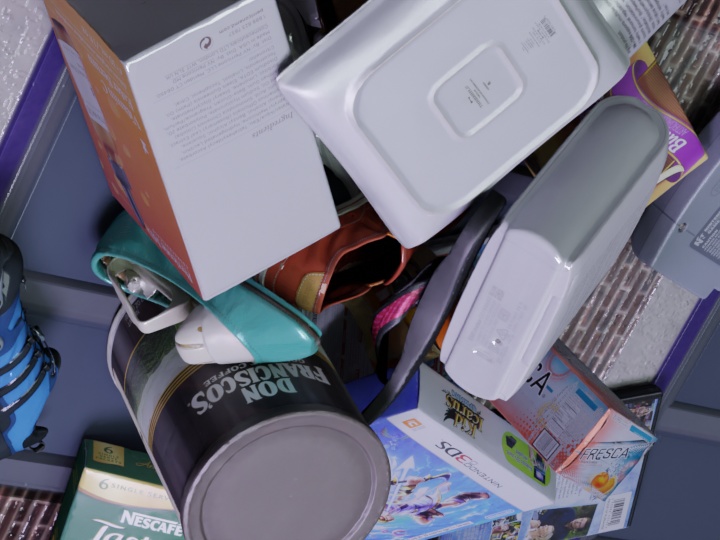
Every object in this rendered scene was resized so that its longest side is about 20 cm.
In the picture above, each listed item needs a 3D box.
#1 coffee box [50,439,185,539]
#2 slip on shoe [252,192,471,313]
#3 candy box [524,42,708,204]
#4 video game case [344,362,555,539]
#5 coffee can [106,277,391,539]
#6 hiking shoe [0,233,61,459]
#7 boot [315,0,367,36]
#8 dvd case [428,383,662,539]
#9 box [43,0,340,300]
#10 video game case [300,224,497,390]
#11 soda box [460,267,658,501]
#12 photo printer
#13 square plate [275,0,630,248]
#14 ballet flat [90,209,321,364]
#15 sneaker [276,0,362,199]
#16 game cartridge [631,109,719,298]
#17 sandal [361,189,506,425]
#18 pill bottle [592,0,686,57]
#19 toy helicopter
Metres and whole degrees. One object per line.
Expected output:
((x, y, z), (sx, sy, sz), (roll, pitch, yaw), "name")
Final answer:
((-0.175, 0.228, 1.830), (0.123, 0.044, 0.200), (16, 115, -13), "coffee box")
((0.013, -0.019, 1.685), (0.200, 0.061, 0.074), (-24, 142, -44), "slip on shoe")
((0.168, -0.121, 1.825), (0.117, 0.056, 0.200), (-38, 132, -4), "candy box")
((0.015, 0.147, 1.850), (0.200, 0.046, 0.181), (-20, 141, 32), "video game case")
((-0.081, 0.101, 1.712), (0.146, 0.200, 0.147), (-12, 126, -17), "coffee can")
((-0.247, 0.050, 1.681), (0.087, 0.074, 0.200), (-15, 138, -33), "hiking shoe")
((0.028, -0.243, 1.606), (0.200, 0.068, 0.189), (-43, 150, -30), "boot")
((0.153, 0.169, 2.044), (0.200, 0.018, 0.143), (-8, 124, -27), "dvd case")
((-0.112, -0.111, 1.587), (0.106, 0.152, 0.200), (-29, 131, -15), "box")
((0.026, 0.045, 1.878), (0.200, 0.017, 0.143), (-13, 127, -25), "video game case")
((0.130, 0.081, 1.818), (0.064, 0.200, 0.068), (-50, 135, 8), "soda box")
((0.142, -0.023, 1.733), (0.200, 0.069, 0.167), (-49, 167, -42), "photo printer")
((0.069, -0.122, 1.575), (0.198, 0.028, 0.200), (-39, 138, 1), "square plate")
((-0.110, 0.025, 1.650), (0.070, 0.200, 0.067), (-48, 141, -13), "ballet flat")
((-0.032, -0.116, 1.699), (0.081, 0.075, 0.200), (-25, 125, -3), "sneaker")
((0.301, -0.075, 1.940), (0.200, 0.040, 0.133), (-51, 148, 8), "game cartridge")
((0.039, 0.020, 1.684), (0.200, 0.045, 0.075), (-64, 175, 30), "sandal")
((0.146, -0.186, 1.683), (0.200, 0.113, 0.113), (-45, 134, -4), "pill bottle")
((0.000, 0.000, 1.760), (0.079, 0.133, 0.200), (-21, 157, 36), "toy helicopter")
